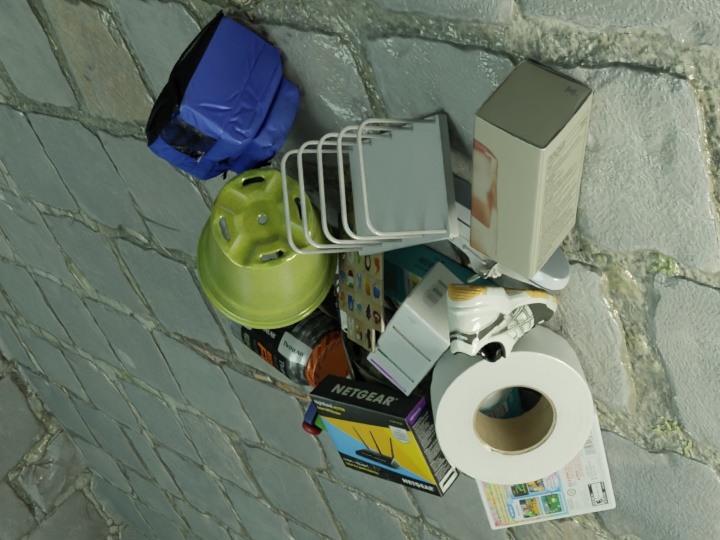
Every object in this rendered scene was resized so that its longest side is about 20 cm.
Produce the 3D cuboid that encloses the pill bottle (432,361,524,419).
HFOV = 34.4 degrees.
[{"bbox_3d":[0.172,0.202,1.613,0.110,0.111,0.202,20,143,38],"label":"pill bottle"}]

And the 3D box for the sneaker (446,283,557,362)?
[{"bbox_3d":[0.161,0.062,1.360,0.075,0.198,0.089,4,91,41],"label":"sneaker"}]

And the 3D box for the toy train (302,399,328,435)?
[{"bbox_3d":[0.001,0.239,1.881,0.115,0.086,0.199,30,-169,24],"label":"toy train"}]

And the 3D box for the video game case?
[{"bbox_3d":[0.245,0.271,1.583,0.179,0.024,0.202,-12,130,10],"label":"video game case"}]

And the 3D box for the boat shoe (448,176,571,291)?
[{"bbox_3d":[0.151,-0.022,1.355,0.201,0.074,0.087,36,129,22],"label":"boat shoe"}]

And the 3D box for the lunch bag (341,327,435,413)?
[{"bbox_3d":[0.053,0.171,1.729,0.198,0.117,0.165,25,145,37],"label":"lunch bag"}]

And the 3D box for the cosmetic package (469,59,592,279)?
[{"bbox_3d":[0.174,-0.102,1.213,0.087,0.103,0.201,30,148,24],"label":"cosmetic package"}]

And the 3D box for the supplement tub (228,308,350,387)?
[{"bbox_3d":[-0.105,0.099,1.826,0.199,0.122,0.124,32,151,36],"label":"supplement tub"}]

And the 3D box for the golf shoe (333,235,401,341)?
[{"bbox_3d":[-0.009,0.033,1.656,0.200,0.094,0.078,43,154,8],"label":"golf shoe"}]

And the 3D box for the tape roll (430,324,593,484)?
[{"bbox_3d":[0.186,0.167,1.447,0.071,0.200,0.204,-95,-21,-60],"label":"tape roll"}]

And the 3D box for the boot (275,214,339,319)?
[{"bbox_3d":[-0.089,-0.012,1.736,0.075,0.073,0.201,18,145,57],"label":"boot"}]

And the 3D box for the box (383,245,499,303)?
[{"bbox_3d":[0.093,0.020,1.543,0.198,0.049,0.083,29,149,29],"label":"box"}]

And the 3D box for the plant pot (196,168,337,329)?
[{"bbox_3d":[-0.126,-0.042,1.525,0.200,0.201,0.184,40,168,8],"label":"plant pot"}]

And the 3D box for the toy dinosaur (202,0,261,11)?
[{"bbox_3d":[-0.198,-0.364,1.437,0.199,0.048,0.089,21,151,44],"label":"toy dinosaur"}]

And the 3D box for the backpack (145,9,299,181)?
[{"bbox_3d":[-0.186,-0.199,1.511,0.167,0.164,0.199,36,154,-17],"label":"backpack"}]

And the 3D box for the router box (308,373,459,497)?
[{"bbox_3d":[0.032,0.234,1.663,0.198,0.051,0.151,7,131,46],"label":"router box"}]

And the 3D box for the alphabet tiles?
[{"bbox_3d":[0.000,0.000,1.544,0.166,0.006,0.204,-158,66,-68],"label":"alphabet tiles"}]

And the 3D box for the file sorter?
[{"bbox_3d":[0.004,-0.096,1.372,0.199,0.123,0.141,-10,84,58],"label":"file sorter"}]

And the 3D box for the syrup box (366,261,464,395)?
[{"bbox_3d":[0.079,0.079,1.500,0.081,0.079,0.200,41,153,6],"label":"syrup box"}]
